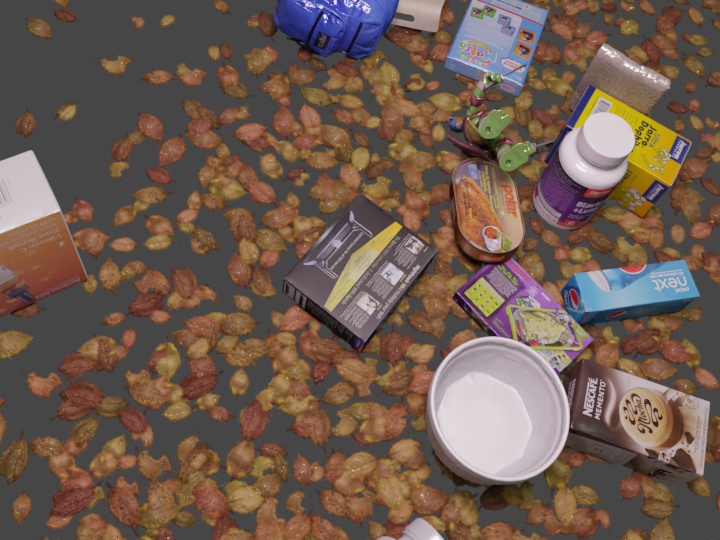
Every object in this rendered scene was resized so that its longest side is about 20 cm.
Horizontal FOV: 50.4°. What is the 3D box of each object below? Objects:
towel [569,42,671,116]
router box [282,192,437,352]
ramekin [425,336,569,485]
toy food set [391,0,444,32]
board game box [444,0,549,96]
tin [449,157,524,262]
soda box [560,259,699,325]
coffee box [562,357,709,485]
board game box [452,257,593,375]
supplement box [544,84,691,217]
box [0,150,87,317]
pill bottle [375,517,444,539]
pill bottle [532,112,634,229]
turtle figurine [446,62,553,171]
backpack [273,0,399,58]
[{"bbox_3d":[0.441,-0.303,1.316,0.132,0.200,0.035,31,76,7],"label":"towel"},{"bbox_3d":[0.000,0.000,1.185,0.157,0.052,0.200,37,65,9],"label":"router box"},{"bbox_3d":[0.184,0.207,1.083,0.197,0.105,0.203,3,63,-6],"label":"ramekin"},{"bbox_3d":[0.108,-0.547,1.471,0.142,0.061,0.202,14,61,12],"label":"toy food set"},{"bbox_3d":[0.258,-0.437,1.443,0.150,0.037,0.202,22,63,3],"label":"board game box"},{"bbox_3d":[0.206,-0.100,1.258,0.110,0.042,0.202,1,54,-3],"label":"tin"},{"bbox_3d":[0.430,0.036,1.225,0.197,0.064,0.069,-7,65,-12],"label":"soda box"},{"bbox_3d":[0.394,0.221,1.120,0.198,0.080,0.114,19,64,1],"label":"coffee box"},{"bbox_3d":[0.254,0.075,1.200,0.120,0.032,0.200,-38,75,-19],"label":"board game box"},{"bbox_3d":[0.439,-0.204,1.316,0.199,0.109,0.110,31,64,8],"label":"supplement box"},{"bbox_3d":[-0.482,-0.043,1.053,0.151,0.201,0.107,-26,69,-19],"label":"box"},{"bbox_3d":[0.024,0.408,0.959,0.199,0.112,0.112,-35,74,-22],"label":"pill bottle"},{"bbox_3d":[0.360,-0.160,1.232,0.110,0.201,0.113,3,64,-6],"label":"pill bottle"},{"bbox_3d":[0.246,-0.253,1.268,0.197,0.146,0.194,-1,26,1],"label":"turtle figurine"},{"bbox_3d":[-0.043,-0.465,1.350,0.198,0.162,0.169,27,72,-9],"label":"backpack"}]
